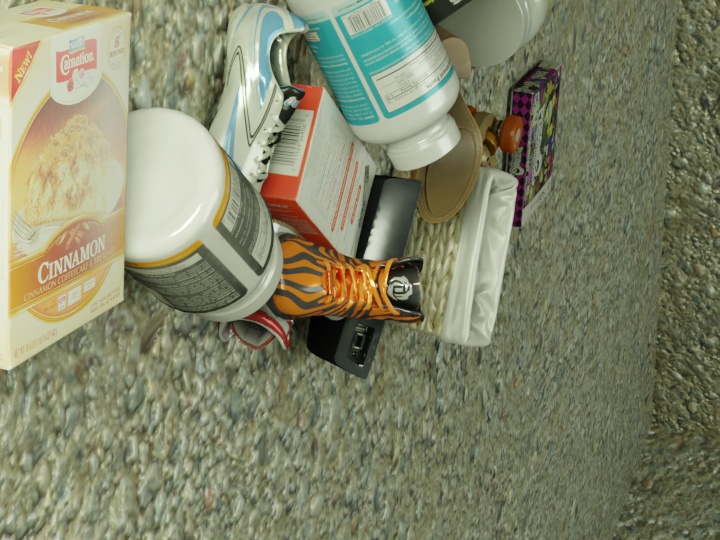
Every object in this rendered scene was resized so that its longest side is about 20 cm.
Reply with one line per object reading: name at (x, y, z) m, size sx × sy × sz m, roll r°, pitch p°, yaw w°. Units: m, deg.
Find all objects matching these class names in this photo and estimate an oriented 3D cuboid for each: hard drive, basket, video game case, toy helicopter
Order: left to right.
hard drive at (0.000, 0.000, 1.777) m, size 0.135 × 0.042 × 0.201 m, roll -162°, pitch -92°, yaw -71°
basket at (0.094, -0.022, 2.034) m, size 0.135 × 0.122 × 0.202 m, roll 5°, pitch 94°, yaw -72°
toy helicopter at (0.139, -0.099, 2.216) m, size 0.132 × 0.078 × 0.201 m, roll -51°, pitch 150°, yaw -55°
video game case at (0.246, -0.184, 2.563) m, size 0.181 × 0.036 × 0.202 m, roll -45°, pitch 142°, yaw -63°

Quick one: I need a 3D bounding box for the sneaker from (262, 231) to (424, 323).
sneaker at (-0.007, 0.007, 1.553) m, size 0.200 × 0.111 × 0.078 m, roll 3°, pitch 88°, yaw -64°

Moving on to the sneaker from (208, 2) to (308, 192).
sneaker at (-0.088, -0.123, 1.497) m, size 0.072 × 0.072 × 0.202 m, roll -12°, pitch 112°, yaw -73°

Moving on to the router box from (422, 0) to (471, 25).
router box at (0.063, -0.301, 1.699) m, size 0.200 × 0.062 × 0.151 m, roll -29°, pitch -143°, yaw 54°

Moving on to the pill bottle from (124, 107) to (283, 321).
pill bottle at (-0.130, -0.034, 1.343) m, size 0.200 × 0.116 × 0.117 m, roll 54°, pitch 49°, yaw -67°

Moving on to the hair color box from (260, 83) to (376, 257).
hair color box at (-0.047, -0.085, 1.659) m, size 0.200 × 0.063 × 0.112 m, roll 50°, pitch 51°, yaw -66°

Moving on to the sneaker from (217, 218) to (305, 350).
sneaker at (-0.071, 0.027, 1.629) m, size 0.200 × 0.071 × 0.113 m, roll 32°, pitch 65°, yaw -63°

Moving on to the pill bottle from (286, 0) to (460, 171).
pill bottle at (0.019, -0.193, 1.616) m, size 0.201 × 0.110 × 0.111 m, roll 63°, pitch 33°, yaw -22°

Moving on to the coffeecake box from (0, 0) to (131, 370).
coffeecake box at (-0.213, -0.060, 1.136) m, size 0.153 × 0.073 × 0.202 m, roll -37°, pitch 134°, yaw -64°

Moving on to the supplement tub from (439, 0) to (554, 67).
supplement tub at (0.154, -0.335, 2.015) m, size 0.200 × 0.144 × 0.146 m, roll -61°, pitch 154°, yaw -46°

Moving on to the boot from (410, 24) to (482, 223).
boot at (0.056, -0.161, 1.810) m, size 0.073 × 0.155 × 0.202 m, roll -6°, pitch 110°, yaw -27°
